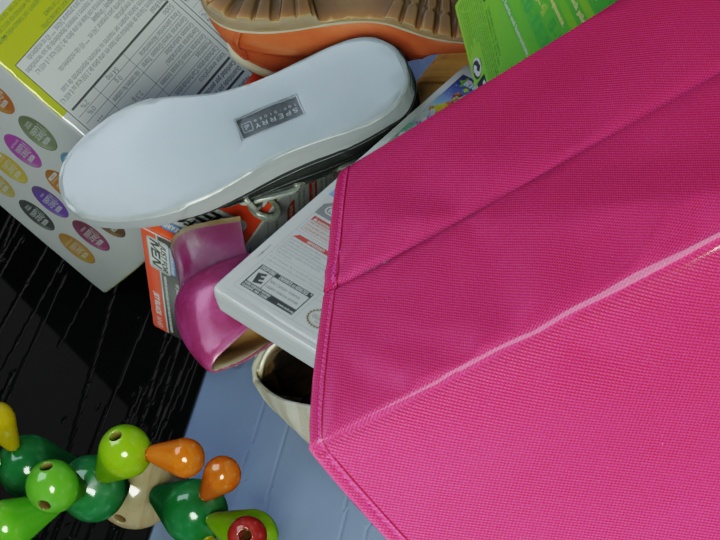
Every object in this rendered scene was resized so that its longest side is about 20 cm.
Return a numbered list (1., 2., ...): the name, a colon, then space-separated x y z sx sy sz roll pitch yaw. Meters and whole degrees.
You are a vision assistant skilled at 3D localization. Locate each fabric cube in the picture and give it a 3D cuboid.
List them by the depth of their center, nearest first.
1. fabric cube: 0.120 0.028 0.821 0.199 0.196 0.200 -31 27 21

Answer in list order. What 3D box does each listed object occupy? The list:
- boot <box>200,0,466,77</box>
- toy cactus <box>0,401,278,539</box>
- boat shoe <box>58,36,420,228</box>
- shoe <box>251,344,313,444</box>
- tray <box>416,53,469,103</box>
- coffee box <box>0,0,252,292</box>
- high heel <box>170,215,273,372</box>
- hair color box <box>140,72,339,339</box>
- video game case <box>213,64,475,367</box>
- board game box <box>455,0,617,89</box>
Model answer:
1. boot: 0.014 -0.145 1.201 0.199 0.107 0.075 2 69 3
2. toy cactus: -0.126 0.121 1.114 0.199 0.103 0.165 2 -3 15
3. boat shoe: -0.063 -0.066 1.174 0.199 0.068 0.074 -24 65 1
4. shoe: -0.017 0.053 1.134 0.070 0.053 0.200 -42 26 -2
5. tray: 0.102 -0.107 1.240 0.099 0.037 0.200 -52 28 -20
6. coffee box: -0.155 -0.137 1.408 0.200 0.198 0.200 -53 9 -23
7. high heel: 0.000 0.000 1.137 0.199 0.068 0.096 -8 44 -10
8. hair color box: -0.049 -0.057 1.275 0.064 0.111 0.200 25 60 14
9. video game case: 0.044 -0.017 1.091 0.143 0.018 0.200 30 60 34
10. board game box: 0.097 -0.137 1.032 0.200 0.030 0.096 122 140 -61
